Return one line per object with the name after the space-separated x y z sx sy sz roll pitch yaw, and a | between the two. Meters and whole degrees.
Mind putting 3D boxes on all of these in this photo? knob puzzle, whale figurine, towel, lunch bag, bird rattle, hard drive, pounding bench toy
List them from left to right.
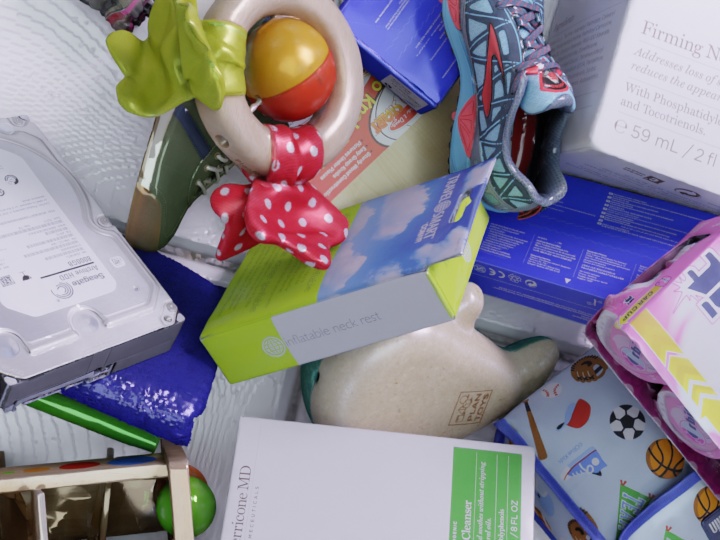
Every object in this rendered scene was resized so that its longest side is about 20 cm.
-0.223 -0.012 0.835 0.139 0.038 0.200 -20 62 -44 | hard drive
-0.189 0.030 0.882 0.198 0.148 0.050 25 130 -9 | towel
-0.178 0.150 0.880 0.154 0.124 0.203 -5 92 -11 | pounding bench toy
-0.054 -0.108 0.827 0.200 0.112 0.163 50 62 -19 | bird rattle
-0.003 -0.112 0.958 0.217 0.030 0.223 0 90 -12 | knob puzzle
0.047 0.071 0.947 0.198 0.104 0.161 1 118 -32 | whale figurine
0.213 0.146 0.912 0.169 0.124 0.200 -34 68 -12 | lunch bag

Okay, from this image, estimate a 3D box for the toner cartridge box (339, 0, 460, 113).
0.069 -0.221 0.928 0.095 0.043 0.201 38 81 -12 | toner cartridge box

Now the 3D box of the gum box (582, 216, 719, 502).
0.246 0.069 0.825 0.113 0.066 0.200 -41 94 -13 | gum box

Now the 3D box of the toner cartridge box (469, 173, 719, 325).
0.159 -0.014 0.926 0.198 0.043 0.096 17 59 17 | toner cartridge box

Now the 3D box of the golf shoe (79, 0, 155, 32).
-0.133 -0.267 0.909 0.092 0.073 0.200 41 84 -8 | golf shoe

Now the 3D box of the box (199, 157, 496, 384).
0.000 0.000 0.866 0.198 0.122 0.048 -17 118 28 | box

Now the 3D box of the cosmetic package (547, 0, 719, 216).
0.232 -0.150 0.937 0.166 0.166 0.202 17 87 -11 | cosmetic package

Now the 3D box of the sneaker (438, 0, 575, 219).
0.111 -0.134 0.867 0.079 0.095 0.202 -15 112 -29 | sneaker

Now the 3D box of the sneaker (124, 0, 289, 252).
-0.092 -0.102 0.890 0.089 0.067 0.202 17 84 -5 | sneaker

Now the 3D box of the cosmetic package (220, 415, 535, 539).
0.010 0.169 0.857 0.197 0.085 0.109 6 56 -1 | cosmetic package
